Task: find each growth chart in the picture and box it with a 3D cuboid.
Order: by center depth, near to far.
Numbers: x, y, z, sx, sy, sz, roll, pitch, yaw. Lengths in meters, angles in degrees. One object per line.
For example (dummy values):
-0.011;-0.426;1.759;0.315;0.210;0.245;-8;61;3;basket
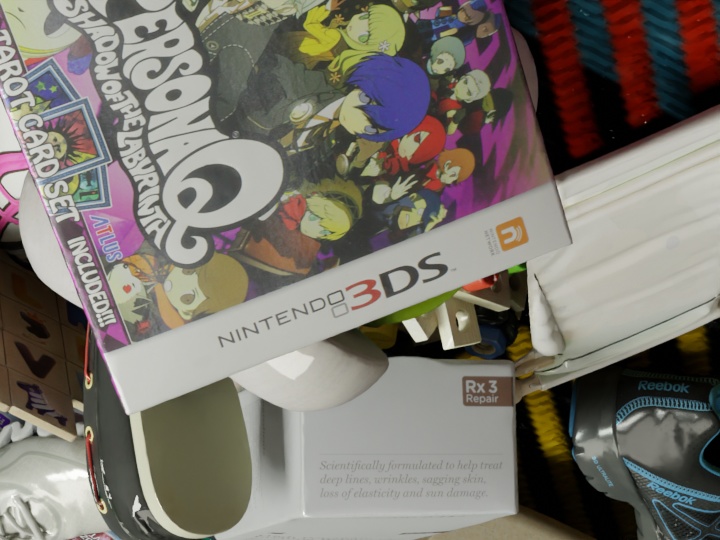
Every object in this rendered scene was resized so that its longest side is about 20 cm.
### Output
0.126;-0.010;1.156;0.144;0.018;0.200;-20;153;-9;growth chart

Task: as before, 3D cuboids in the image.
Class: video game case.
-0.034;-0.067;0.974;0.180;0.036;0.201;-21;117;-5;video game case

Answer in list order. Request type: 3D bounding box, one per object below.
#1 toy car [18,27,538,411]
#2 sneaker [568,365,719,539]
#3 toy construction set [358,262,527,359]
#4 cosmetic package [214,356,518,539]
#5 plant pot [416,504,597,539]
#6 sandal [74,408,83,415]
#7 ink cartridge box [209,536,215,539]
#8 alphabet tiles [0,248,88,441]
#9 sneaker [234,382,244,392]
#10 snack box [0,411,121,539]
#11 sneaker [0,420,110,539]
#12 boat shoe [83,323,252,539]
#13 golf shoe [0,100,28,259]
-0.042;-0.056;1.090;0.199;0.176;0.150;27;-174;-24;toy car
0.178;0.113;1.378;0.082;0.074;0.200;-6;149;29;sneaker
0.000;0.000;1.235;0.199;0.092;0.131;1;151;45;toy construction set
-0.002;0.086;1.255;0.101;0.074;0.200;1;172;-13;cosmetic package
0.062;0.221;1.487;0.177;0.200;0.200;40;165;-13;plant pot
-0.168;0.031;1.375;0.043;0.076;0.200;23;171;45;sandal
-0.052;0.120;1.540;0.099;0.039;0.200;11;154;3;ink cartridge box
-0.179;0.004;1.239;0.166;0.200;0.006;27;110;-23;alphabet tiles
-0.026;0.103;1.406;0.079;0.072;0.201;-2;127;8;sneaker
-0.215;0.115;1.539;0.168;0.068;0.200;38;148;-15;snack box
-0.199;0.125;1.412;0.199;0.081;0.075;-5;127;21;sneaker
-0.090;0.020;1.187;0.073;0.203;0.063;4;166;-36;boat shoe
-0.154;-0.056;1.204;0.092;0.073;0.200;14;154;4;golf shoe
